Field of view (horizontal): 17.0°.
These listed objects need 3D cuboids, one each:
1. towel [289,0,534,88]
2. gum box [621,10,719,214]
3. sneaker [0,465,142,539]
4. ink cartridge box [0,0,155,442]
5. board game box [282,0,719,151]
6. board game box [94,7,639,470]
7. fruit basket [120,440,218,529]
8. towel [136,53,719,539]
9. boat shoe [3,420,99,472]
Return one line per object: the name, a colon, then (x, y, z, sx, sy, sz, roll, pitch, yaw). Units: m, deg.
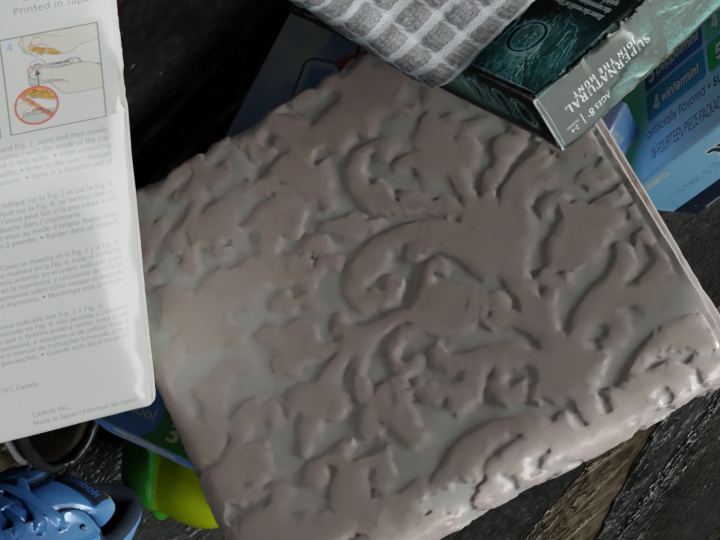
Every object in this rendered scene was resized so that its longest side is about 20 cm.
towel: (0.032, -0.157, 0.776, 0.200, 0.086, 0.165, -41, 152, 21)
gum box: (0.149, -0.146, 0.950, 0.044, 0.201, 0.170, 7, 159, -21)
sneaker: (-0.157, 0.108, 1.014, 0.078, 0.066, 0.200, -41, 161, 12)
ink cartridge box: (-0.158, -0.024, 0.825, 0.160, 0.050, 0.201, -13, 124, -16)
board game box: (0.063, -0.124, 0.909, 0.135, 0.200, 0.028, -42, 125, -10)
board game box: (0.000, 0.000, 0.962, 0.200, 0.151, 0.037, -63, 157, -10)
fruit basket: (-0.021, 0.032, 1.093, 0.215, 0.156, 0.216, -4, 168, -1)
towel: (0.015, 0.009, 0.911, 0.200, 0.191, 0.032, -30, 152, 5)
boat shoe: (-0.132, 0.006, 0.929, 0.074, 0.060, 0.200, -33, 150, -30)
